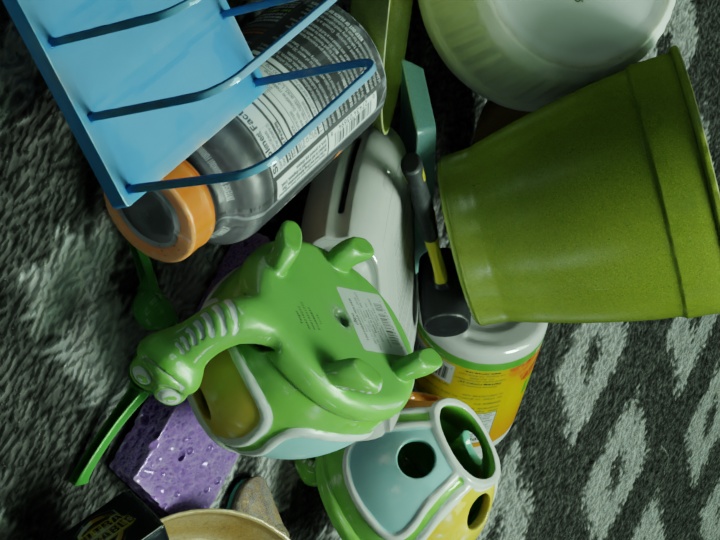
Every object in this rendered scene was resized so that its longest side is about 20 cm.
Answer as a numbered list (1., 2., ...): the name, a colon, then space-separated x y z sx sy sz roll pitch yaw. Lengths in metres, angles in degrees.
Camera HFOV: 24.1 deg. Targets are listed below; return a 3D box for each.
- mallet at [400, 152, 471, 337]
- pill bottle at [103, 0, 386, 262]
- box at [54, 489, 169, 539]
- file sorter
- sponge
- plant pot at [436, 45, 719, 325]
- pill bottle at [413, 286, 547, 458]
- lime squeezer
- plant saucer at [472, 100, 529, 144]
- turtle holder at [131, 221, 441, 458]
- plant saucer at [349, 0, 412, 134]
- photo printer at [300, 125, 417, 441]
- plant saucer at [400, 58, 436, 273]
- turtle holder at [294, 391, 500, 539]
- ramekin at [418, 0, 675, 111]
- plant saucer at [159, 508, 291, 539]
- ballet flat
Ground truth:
1. mallet: 0.053 -0.031 1.261 0.201 0.041 0.066 74 11 -50
2. pill bottle: -0.077 -0.087 1.083 0.200 0.106 0.107 -45 142 -40
3. box: -0.197 0.255 1.073 0.200 0.046 0.160 -35 138 -24
4. file sorter: -0.099 -0.160 0.915 0.139 0.122 0.201 -46 119 -40
5. sponge: -0.103 0.082 1.217 0.201 0.030 0.112 -62 151 -19
6. plant pot: 0.161 -0.044 1.244 0.200 0.192 0.202 -13 90 -81
7. pill bottle: 0.087 0.088 1.448 0.111 0.111 0.201 -48 161 -37
8. lime squeezer: -0.151 0.042 1.114 0.070 0.038 0.201 1 109 -29
9. plant saucer: 0.148 -0.072 1.411 0.035 0.200 0.201 -14 121 -31
10. turtle holder: -0.050 0.063 1.090 0.132 0.141 0.185 -39 -178 27
11. plant saucer: 0.016 -0.198 1.201 0.200 0.031 0.201 8 90 -86
12. photo printer: 0.000 0.000 1.263 0.167 0.069 0.201 -77 165 -51
13. plant saucer: 0.044 -0.077 1.310 0.200 0.019 0.070 90 -9 -59
14. turtle holder: 0.044 0.184 1.353 0.141 0.132 0.186 25 41 -39
15. ramekin: 0.149 -0.224 1.281 0.204 0.201 0.094 -69 -165 -4
16. plant saucer: -0.121 0.265 1.204 0.199 0.035 0.202 -3 97 -25
17. ballet flat: -0.077 0.260 1.327 0.068 0.067 0.201 -24 126 -59
